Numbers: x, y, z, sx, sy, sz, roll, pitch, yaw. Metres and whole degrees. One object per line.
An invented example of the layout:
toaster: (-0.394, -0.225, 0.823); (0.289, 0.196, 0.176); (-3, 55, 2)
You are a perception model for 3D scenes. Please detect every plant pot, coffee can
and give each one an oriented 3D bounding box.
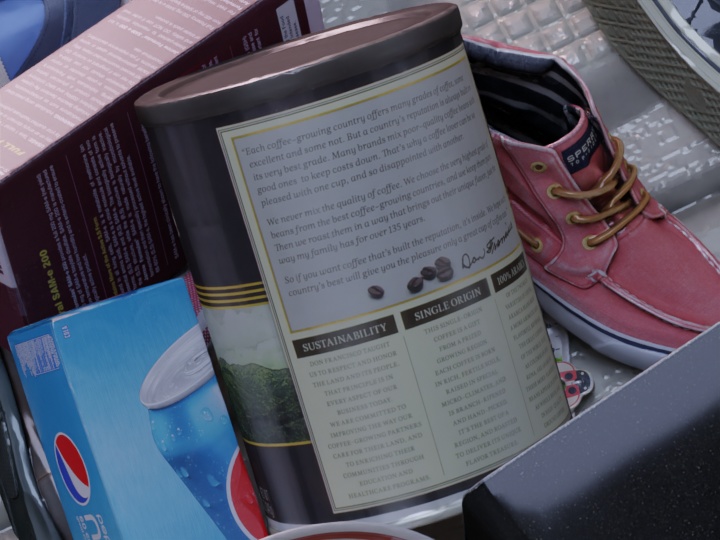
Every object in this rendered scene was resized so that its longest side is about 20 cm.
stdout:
plant pot: (0.173, 0.130, 1.191); (0.199, 0.200, 0.178); (-32, 76, -6)
coffee can: (0.000, 0.000, 1.232); (0.146, 0.146, 0.201); (-16, 99, 2)

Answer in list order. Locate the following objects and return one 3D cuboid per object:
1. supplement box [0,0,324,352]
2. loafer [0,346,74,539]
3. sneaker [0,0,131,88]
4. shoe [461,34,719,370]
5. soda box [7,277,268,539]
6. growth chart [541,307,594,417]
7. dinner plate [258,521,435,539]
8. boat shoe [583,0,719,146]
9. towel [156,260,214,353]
supplement box: (-0.102, -0.057, 1.309); (0.061, 0.109, 0.200); (28, 53, 38)
loafer: (-0.131, 0.109, 1.326); (0.063, 0.072, 0.200); (-12, 61, -18)
sneaker: (-0.164, -0.075, 1.361); (0.146, 0.081, 0.200); (32, 93, -11)
shoe: (0.103, -0.030, 1.311); (0.200, 0.091, 0.072); (34, 61, 11)
soda box: (-0.086, 0.109, 1.244); (0.068, 0.064, 0.201); (-19, 92, -26)
growth chart: (0.036, 0.009, 1.365); (0.144, 0.018, 0.201); (-13, 62, 5)
dinner plate: (-0.026, 0.193, 1.202); (0.200, 0.200, 0.024); (-34, 31, -7)
boat shoe: (0.167, -0.120, 1.374); (0.062, 0.075, 0.200); (-37, 68, -14)
towel: (-0.128, -0.027, 1.382); (0.199, 0.030, 0.146); (15, 49, 22)
